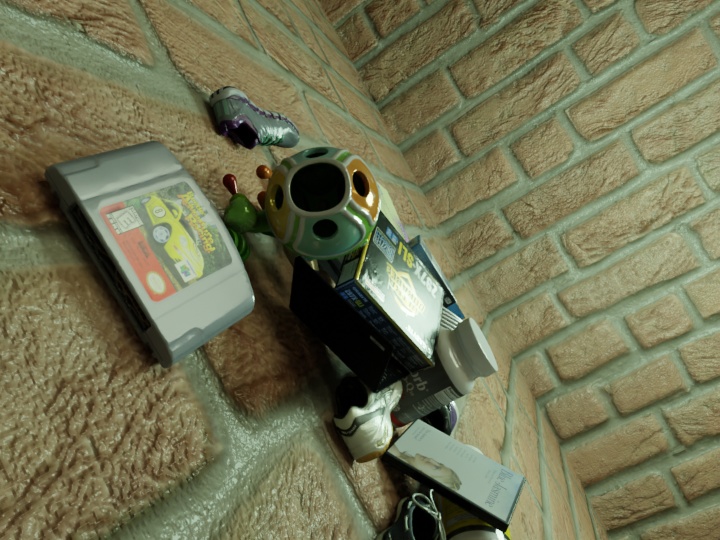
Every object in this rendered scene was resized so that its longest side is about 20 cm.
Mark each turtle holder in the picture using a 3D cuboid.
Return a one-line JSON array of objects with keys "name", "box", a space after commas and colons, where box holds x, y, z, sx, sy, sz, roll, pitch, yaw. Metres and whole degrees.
[{"name": "turtle holder", "box": [-0.066, -0.092, 0.696, 0.182, 0.144, 0.132, 16, -5, 3]}]

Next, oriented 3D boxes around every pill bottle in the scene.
[{"name": "pill bottle", "box": [0.117, 0.166, 0.920, 0.116, 0.198, 0.117, 52, 17, -24]}, {"name": "pill bottle", "box": [0.172, 0.380, 0.883, 0.113, 0.111, 0.201, 53, 18, -21]}]

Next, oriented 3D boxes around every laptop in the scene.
[{"name": "laptop", "box": [-0.005, 0.071, 0.782, 0.177, 0.104, 0.199, 42, 19, 19]}]

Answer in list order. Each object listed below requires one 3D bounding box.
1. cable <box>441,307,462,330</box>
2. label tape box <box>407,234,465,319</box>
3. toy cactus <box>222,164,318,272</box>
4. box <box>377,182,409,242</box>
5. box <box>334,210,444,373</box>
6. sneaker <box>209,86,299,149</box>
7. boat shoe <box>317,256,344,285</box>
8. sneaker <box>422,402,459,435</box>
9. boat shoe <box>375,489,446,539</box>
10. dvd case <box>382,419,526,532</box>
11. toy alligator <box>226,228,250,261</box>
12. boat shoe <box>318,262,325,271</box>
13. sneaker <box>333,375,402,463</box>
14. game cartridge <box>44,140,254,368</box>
[{"name": "cable", "box": [0.130, 0.109, 1.125, 0.197, 0.070, 0.200, 24, -13, 20]}, {"name": "label tape box", "box": [0.122, 0.047, 1.240, 0.202, 0.143, 0.063, 56, 14, -16]}, {"name": "toy cactus", "box": [-0.112, -0.065, 0.816, 0.199, 0.101, 0.168, 8, 57, -64]}, {"name": "box", "box": [0.016, -0.125, 1.294, 0.199, 0.096, 0.179, 27, 37, -61]}, {"name": "box", "box": [0.052, 0.030, 0.848, 0.200, 0.049, 0.161, 48, 36, -27]}, {"name": "sneaker", "box": [-0.177, -0.232, 0.960, 0.198, 0.074, 0.089, 15, 56, -53]}, {"name": "boat shoe", "box": [-0.002, 0.002, 0.914, 0.085, 0.075, 0.203, -23, 67, -34]}, {"name": "sneaker", "box": [0.130, 0.231, 1.086, 0.203, 0.075, 0.087, 60, 22, -2]}, {"name": "boat shoe", "box": [0.077, 0.343, 0.747, 0.076, 0.061, 0.199, 63, 16, 18]}, {"name": "dvd case", "box": [0.145, 0.303, 0.848, 0.197, 0.018, 0.142, 25, 16, 22]}, {"name": "toy alligator", "box": [-0.178, -0.033, 0.621, 0.199, 0.054, 0.060, 27, 36, -63]}, {"name": "boat shoe", "box": [-0.055, -0.068, 1.028, 0.090, 0.071, 0.202, 25, 30, -44]}, {"name": "sneaker", "box": [0.008, 0.174, 0.800, 0.088, 0.075, 0.201, 55, 16, -16]}, {"name": "game cartridge", "box": [-0.188, -0.025, 0.536, 0.202, 0.040, 0.133, 59, 34, -4]}]
